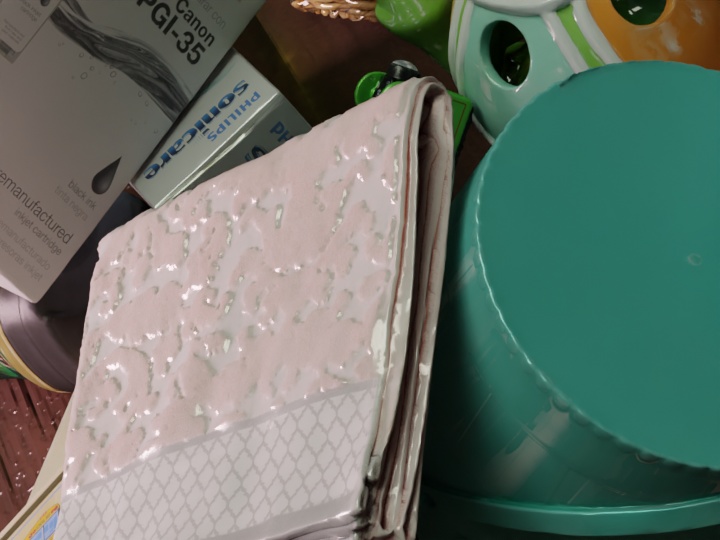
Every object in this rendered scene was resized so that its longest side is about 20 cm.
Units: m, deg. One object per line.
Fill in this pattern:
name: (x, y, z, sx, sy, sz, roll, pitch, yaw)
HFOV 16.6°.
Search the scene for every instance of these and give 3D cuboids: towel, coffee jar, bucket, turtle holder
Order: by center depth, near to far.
towel: (-0.047, 0.037, 0.949, 0.200, 0.032, 0.191, -23, 49, 41)
bucket: (0.110, 0.027, 0.976, 0.135, 0.207, 0.208, 119, 170, -58)
turtle holder: (0.103, -0.118, 1.177, 0.141, 0.132, 0.186, -40, 42, 2)
coffee jar: (-0.184, 0.009, 1.298, 0.200, 0.085, 0.104, -1, 46, 47)

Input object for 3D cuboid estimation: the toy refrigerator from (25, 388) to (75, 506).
toy refrigerator: (-0.113, 0.131, 1.169, 0.070, 0.076, 0.200, -2, 54, 35)

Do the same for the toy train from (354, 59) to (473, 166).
toy train: (0.000, 0.000, 1.163, 0.042, 0.056, 0.200, 33, 105, 64)

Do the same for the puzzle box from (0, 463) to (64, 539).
puzzle box: (-0.129, 0.141, 1.046, 0.200, 0.025, 0.133, -47, 27, 19)

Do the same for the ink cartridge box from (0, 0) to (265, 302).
ink cartridge box: (-0.152, -0.111, 1.132, 0.083, 0.147, 0.200, 24, 74, 45)

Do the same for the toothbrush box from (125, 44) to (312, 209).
toothbrush box: (-0.075, -0.062, 1.252, 0.085, 0.146, 0.200, -44, 42, -2)

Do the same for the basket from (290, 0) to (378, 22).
basket: (0.014, -0.230, 1.328, 0.200, 0.149, 0.143, -5, 52, 33)
